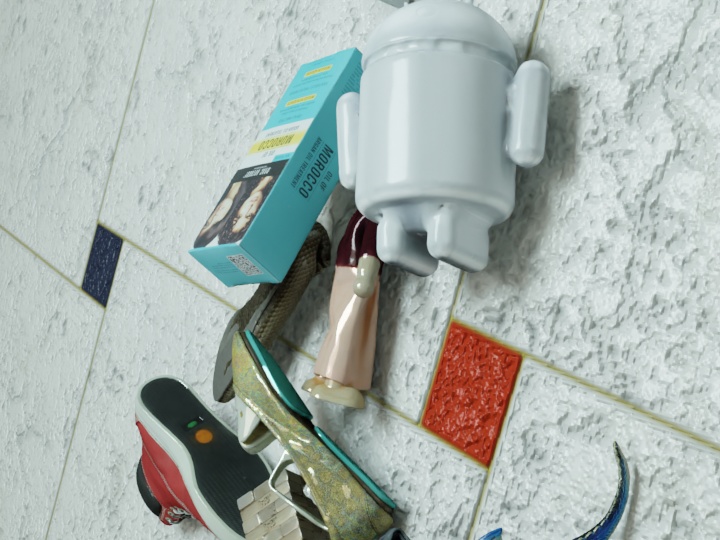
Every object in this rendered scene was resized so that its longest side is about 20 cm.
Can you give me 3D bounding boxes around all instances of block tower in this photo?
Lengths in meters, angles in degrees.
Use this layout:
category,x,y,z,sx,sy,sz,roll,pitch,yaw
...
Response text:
category,x,y,z,sx,sy,sz,roll,pitch,yaw
block tower,-0.040,0.249,0.883,0.054,0.058,0.202,-34,51,19

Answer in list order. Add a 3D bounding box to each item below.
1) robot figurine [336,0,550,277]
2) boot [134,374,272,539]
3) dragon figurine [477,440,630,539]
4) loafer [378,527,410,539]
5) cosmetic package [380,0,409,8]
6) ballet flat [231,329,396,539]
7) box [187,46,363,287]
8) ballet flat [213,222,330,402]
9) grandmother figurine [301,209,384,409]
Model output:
category,x,y,z,sx,sy,sz,roll,pitch,yaw
robot figurine,0.053,-0.101,0.812,0.167,0.112,0.204,-3,78,29
boot,-0.138,0.208,1.040,0.200,0.072,0.146,44,139,33
dragon figurine,0.093,0.194,0.692,0.202,0.098,0.059,-60,41,19
loafer,0.045,0.261,0.766,0.071,0.067,0.202,-66,34,30
cosmetic package,-0.001,-0.360,0.947,0.202,0.121,0.200,-60,40,25
ballet flat,-0.055,0.132,0.890,0.200,0.070,0.071,47,120,24
box,-0.056,-0.083,0.938,0.082,0.049,0.202,-5,50,52
ballet flat,-0.077,0.039,1.004,0.202,0.046,0.068,-61,29,28
grandmother figurine,0.000,0.000,0.907,0.121,0.060,0.204,-168,92,-68
